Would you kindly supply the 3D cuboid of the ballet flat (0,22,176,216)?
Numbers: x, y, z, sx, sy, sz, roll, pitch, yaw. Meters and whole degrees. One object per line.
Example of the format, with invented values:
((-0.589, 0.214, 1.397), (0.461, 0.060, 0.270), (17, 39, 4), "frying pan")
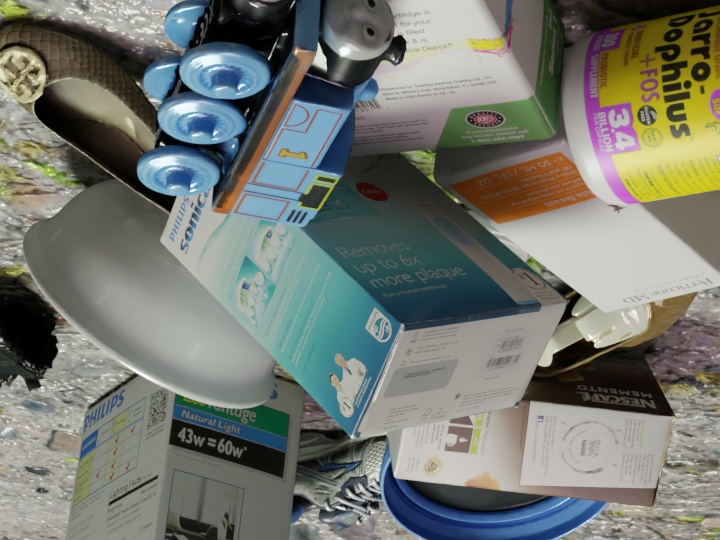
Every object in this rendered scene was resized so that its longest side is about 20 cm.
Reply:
((-0.153, -0.083, 1.264), (0.200, 0.046, 0.067), (38, 132, -14), "ballet flat")

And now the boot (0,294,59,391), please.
((-0.346, 0.044, 1.574), (0.162, 0.073, 0.198), (-4, 157, 25), "boot")

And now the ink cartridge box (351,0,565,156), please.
((0.015, -0.152, 1.105), (0.145, 0.084, 0.200), (-4, 150, 22), "ink cartridge box")

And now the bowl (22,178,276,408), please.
((-0.121, -0.004, 1.358), (0.201, 0.201, 0.090), (26, 109, -31), "bowl")

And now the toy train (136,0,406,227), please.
((-0.049, -0.098, 1.053), (0.114, 0.087, 0.200), (8, 152, -15), "toy train")

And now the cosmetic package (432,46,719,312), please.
((0.146, -0.053, 1.275), (0.101, 0.071, 0.200), (-16, 145, 37), "cosmetic package")

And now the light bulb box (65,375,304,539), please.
((-0.154, 0.198, 1.681), (0.125, 0.200, 0.198), (20, 150, -26), "light bulb box")

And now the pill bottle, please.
((0.223, -0.102, 1.129), (0.200, 0.104, 0.104), (-10, 148, 28), "pill bottle")

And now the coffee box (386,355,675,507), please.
((0.125, 0.112, 1.513), (0.200, 0.114, 0.080), (7, 110, -5), "coffee box")

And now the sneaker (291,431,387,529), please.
((0.000, 0.185, 1.741), (0.200, 0.085, 0.077), (-13, 146, 33), "sneaker")

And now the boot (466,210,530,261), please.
((0.028, 0.020, 1.412), (0.200, 0.096, 0.074), (-9, 148, 28), "boot")

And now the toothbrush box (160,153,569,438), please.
((0.000, 0.000, 1.196), (0.146, 0.200, 0.085), (-6, 128, -44), "toothbrush box")

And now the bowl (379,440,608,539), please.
((0.115, 0.159, 1.654), (0.200, 0.039, 0.201), (-2, 135, -2), "bowl")

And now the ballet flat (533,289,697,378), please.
((0.166, 0.034, 1.423), (0.068, 0.072, 0.200), (59, 145, 1), "ballet flat")
